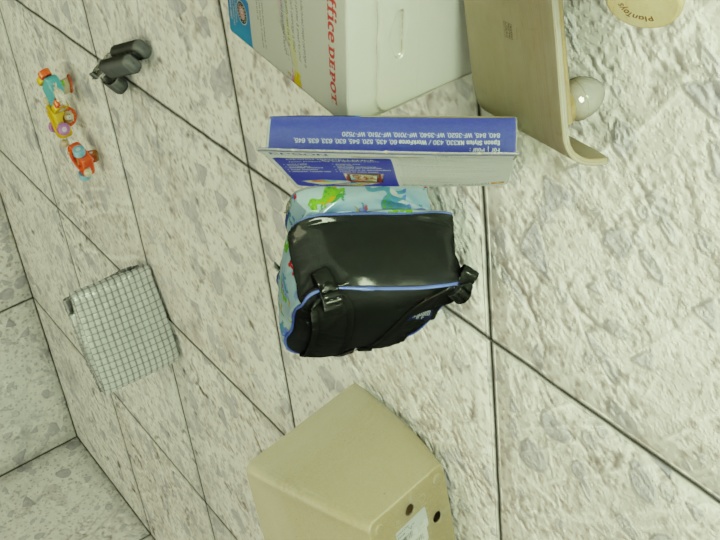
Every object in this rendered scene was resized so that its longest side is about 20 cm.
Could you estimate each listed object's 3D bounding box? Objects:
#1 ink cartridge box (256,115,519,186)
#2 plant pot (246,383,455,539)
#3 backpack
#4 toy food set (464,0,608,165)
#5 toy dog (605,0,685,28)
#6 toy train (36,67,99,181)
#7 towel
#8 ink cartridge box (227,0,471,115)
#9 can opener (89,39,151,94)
[{"bbox_3d":[0.028,-0.099,0.936,0.200,0.194,0.048,48,-136,-83],"label":"ink cartridge box"},{"bbox_3d":[0.005,0.297,1.436,0.176,0.199,0.203,19,131,42],"label":"plant pot"},{"bbox_3d":[0.000,0.000,1.183,0.200,0.180,0.149,118,145,-64],"label":"backpack"},{"bbox_3d":[0.137,-0.192,0.889,0.144,0.060,0.203,-135,31,-58],"label":"toy food set"},{"bbox_3d":[0.203,-0.221,0.670,0.200,0.095,0.134,47,-125,-81],"label":"toy dog"},{"bbox_3d":[-0.511,-0.267,2.067,0.150,0.055,0.202,43,150,36],"label":"toy train"},{"bbox_3d":[-0.441,0.103,2.136,0.085,0.164,0.203,17,128,64],"label":"towel"},{"bbox_3d":[-0.010,-0.251,1.002,0.200,0.143,0.149,43,148,37],"label":"ink cartridge box"},{"bbox_3d":[-0.353,-0.304,1.746,0.067,0.054,0.199,39,166,-27],"label":"can opener"}]
